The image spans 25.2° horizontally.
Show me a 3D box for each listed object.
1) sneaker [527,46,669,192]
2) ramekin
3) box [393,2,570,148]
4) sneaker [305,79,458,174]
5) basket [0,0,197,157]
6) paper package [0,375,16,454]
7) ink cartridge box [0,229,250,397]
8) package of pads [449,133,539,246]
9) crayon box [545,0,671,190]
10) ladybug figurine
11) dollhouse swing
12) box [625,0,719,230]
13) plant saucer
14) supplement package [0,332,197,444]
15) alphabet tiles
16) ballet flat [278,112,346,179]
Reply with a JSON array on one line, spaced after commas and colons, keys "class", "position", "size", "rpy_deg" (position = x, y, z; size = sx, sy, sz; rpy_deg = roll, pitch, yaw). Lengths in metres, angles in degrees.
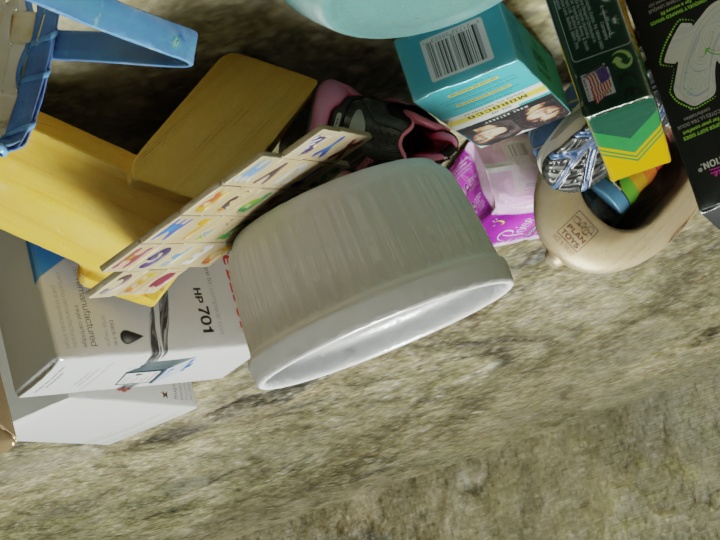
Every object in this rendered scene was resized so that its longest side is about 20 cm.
[{"class": "sneaker", "position": [0.218, -0.150, 1.300], "size": [0.199, 0.077, 0.076], "rpy_deg": [-34, 132, 5]}, {"class": "ramekin", "position": [0.000, 0.000, 1.152], "size": [0.199, 0.106, 0.200], "rpy_deg": [-21, 170, -4]}, {"class": "box", "position": [0.094, -0.142, 1.196], "size": [0.082, 0.049, 0.200], "rpy_deg": [-20, 169, 16]}, {"class": "sneaker", "position": [0.035, -0.093, 1.215], "size": [0.095, 0.080, 0.200], "rpy_deg": [10, -176, 24]}, {"class": "basket", "position": [-0.202, -0.129, 0.784], "size": [0.199, 0.140, 0.176], "rpy_deg": [11, 177, 27]}, {"class": "paper package", "position": [-0.392, 0.088, 1.281], "size": [0.199, 0.192, 0.103], "rpy_deg": [-25, 166, 32]}, {"class": "ink cartridge box", "position": [-0.191, 0.015, 1.308], "size": [0.199, 0.147, 0.086], "rpy_deg": [-3, 158, -38]}, {"class": "package of pads", "position": [0.179, -0.080, 1.474], "size": [0.199, 0.076, 0.121], "rpy_deg": [-10, 160, -21]}, {"class": "crayon box", "position": [0.178, -0.145, 1.161], "size": [0.050, 0.128, 0.200], "rpy_deg": [-18, 165, 10]}, {"class": "ladybug figurine", "position": [0.220, -0.078, 1.381], "size": [0.200, 0.136, 0.072], "rpy_deg": [-45, -175, -14]}, {"class": "dollhouse swing", "position": [-0.170, -0.093, 1.172], "size": [0.182, 0.175, 0.200], "rpy_deg": [-55, -177, -28]}, {"class": "box", "position": [0.279, -0.139, 1.140], "size": [0.124, 0.201, 0.148], "rpy_deg": [-21, 163, 19]}, {"class": "plant saucer", "position": [0.042, -0.196, 1.021], "size": [0.199, 0.036, 0.200], "rpy_deg": [-15, 165, -4]}, {"class": "supplement package", "position": [-0.269, 0.090, 1.534], "size": [0.119, 0.122, 0.200], "rpy_deg": [-23, 163, 25]}, {"class": "alphabet tiles", "position": [-0.087, -0.038, 1.083], "size": [0.199, 0.006, 0.166], "rpy_deg": [-34, 171, 16]}, {"class": "ballet flat", "position": [-0.018, -0.060, 1.317], "size": [0.067, 0.064, 0.200], "rpy_deg": [-40, 156, -5]}]
